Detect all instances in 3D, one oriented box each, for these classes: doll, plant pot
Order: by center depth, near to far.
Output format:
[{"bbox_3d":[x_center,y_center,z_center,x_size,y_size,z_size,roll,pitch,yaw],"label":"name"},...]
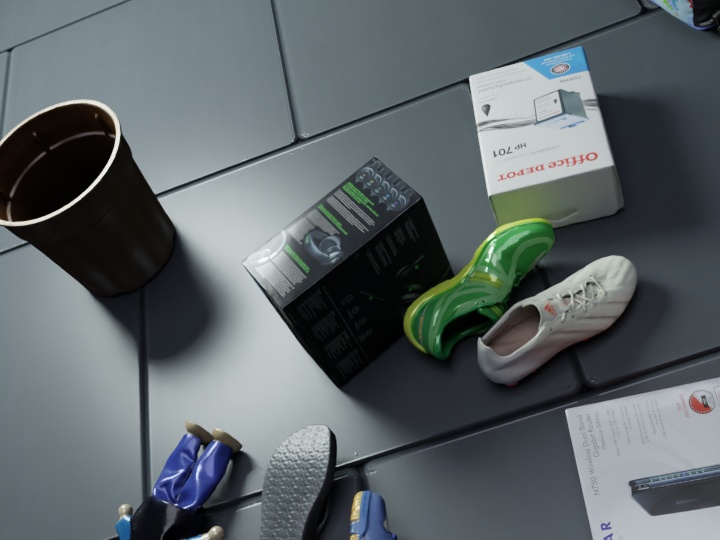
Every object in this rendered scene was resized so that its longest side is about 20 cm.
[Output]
[{"bbox_3d":[-0.198,0.264,0.998,0.136,0.049,0.200,10,60,29],"label":"doll"},{"bbox_3d":[-0.350,-0.080,1.211,0.199,0.198,0.201,-11,52,15],"label":"plant pot"}]

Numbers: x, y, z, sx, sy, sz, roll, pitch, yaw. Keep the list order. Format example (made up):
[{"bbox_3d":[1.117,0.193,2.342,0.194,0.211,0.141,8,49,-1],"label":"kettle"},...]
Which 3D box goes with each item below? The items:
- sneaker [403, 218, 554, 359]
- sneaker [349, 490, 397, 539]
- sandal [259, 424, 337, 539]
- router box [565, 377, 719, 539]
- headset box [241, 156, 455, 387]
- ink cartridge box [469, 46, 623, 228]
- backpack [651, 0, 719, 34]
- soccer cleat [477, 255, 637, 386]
[{"bbox_3d":[0.141,0.025,1.020,0.200,0.074,0.084,-42,48,2],"label":"sneaker"},{"bbox_3d":[0.039,0.301,0.870,0.088,0.075,0.201,-10,59,1],"label":"sneaker"},{"bbox_3d":[-0.067,0.257,0.961,0.076,0.043,0.201,0,66,31],"label":"sandal"},{"bbox_3d":[0.294,0.205,0.840,0.179,0.049,0.201,-14,52,12],"label":"router box"},{"bbox_3d":[0.000,0.000,1.026,0.200,0.174,0.093,-39,52,-7],"label":"headset box"},{"bbox_3d":[0.217,-0.154,1.108,0.146,0.086,0.201,-13,51,13],"label":"ink cartridge box"},{"bbox_3d":[0.430,-0.426,1.178,0.183,0.147,0.200,-35,48,-8],"label":"backpack"},{"bbox_3d":[0.207,0.045,0.972,0.200,0.078,0.069,-36,51,-6],"label":"soccer cleat"}]
